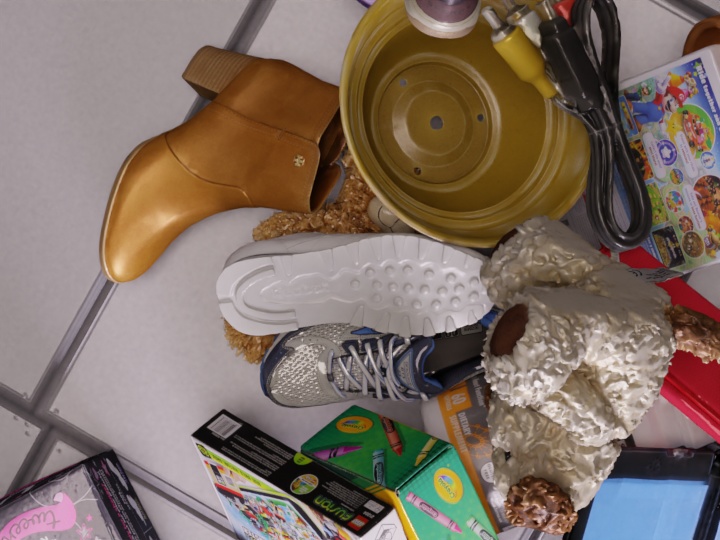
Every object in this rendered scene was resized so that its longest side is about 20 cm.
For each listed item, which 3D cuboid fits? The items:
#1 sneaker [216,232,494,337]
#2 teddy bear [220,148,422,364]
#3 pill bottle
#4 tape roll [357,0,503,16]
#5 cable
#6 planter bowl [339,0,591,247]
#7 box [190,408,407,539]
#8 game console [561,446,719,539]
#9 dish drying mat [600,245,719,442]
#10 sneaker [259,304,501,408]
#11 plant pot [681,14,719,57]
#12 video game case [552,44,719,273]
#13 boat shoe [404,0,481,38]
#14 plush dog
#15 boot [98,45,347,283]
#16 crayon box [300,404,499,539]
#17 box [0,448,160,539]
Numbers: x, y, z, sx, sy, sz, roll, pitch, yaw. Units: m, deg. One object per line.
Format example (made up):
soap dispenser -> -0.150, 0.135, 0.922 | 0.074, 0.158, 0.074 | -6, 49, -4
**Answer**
sneaker -> 0.000, 0.000, 1.635 | 0.199, 0.081, 0.077 | 2, 107, 6
teddy bear -> -0.014, 0.002, 1.706 | 0.200, 0.067, 0.145 | -36, 91, 5
pill bottle -> 0.152, 0.110, 1.671 | 0.200, 0.116, 0.117 | -21, 90, 4
tape roll -> 0.057, -0.279, 1.695 | 0.199, 0.066, 0.201 | 0, 92, 5
cable -> 0.158, -0.114, 1.619 | 0.097, 0.050, 0.200 | -31, 102, -34
planter bowl -> 0.067, -0.111, 1.644 | 0.200, 0.083, 0.201 | 2, 83, -19
box -> -0.034, 0.180, 1.639 | 0.035, 0.200, 0.110 | -38, 127, -23
game console -> 0.232, 0.233, 1.611 | 0.172, 0.119, 0.201 | 24, 111, 29
dish drying mat -> 0.233, 0.058, 1.604 | 0.200, 0.018, 0.077 | 40, 66, 15
sneaker -> 0.024, 0.057, 1.655 | 0.199, 0.085, 0.077 | -17, 112, 0
plant pot -> 0.333, -0.104, 1.627 | 0.140, 0.200, 0.201 | -21, 90, -13
video game case -> 0.201, -0.063, 1.651 | 0.200, 0.018, 0.144 | -20, 90, 45
boat shoe -> 0.066, -0.258, 1.596 | 0.072, 0.065, 0.201 | 11, 64, -10
plush dog -> 0.140, 0.084, 1.534 | 0.160, 0.200, 0.172 | 19, 114, -7
boot -> -0.095, -0.062, 1.686 | 0.144, 0.071, 0.202 | 24, 86, 30
crayon box -> 0.047, 0.200, 1.638 | 0.058, 0.119, 0.200 | -38, 120, -23
box -> -0.251, 0.235, 1.705 | 0.200, 0.115, 0.132 | -28, 90, 4
